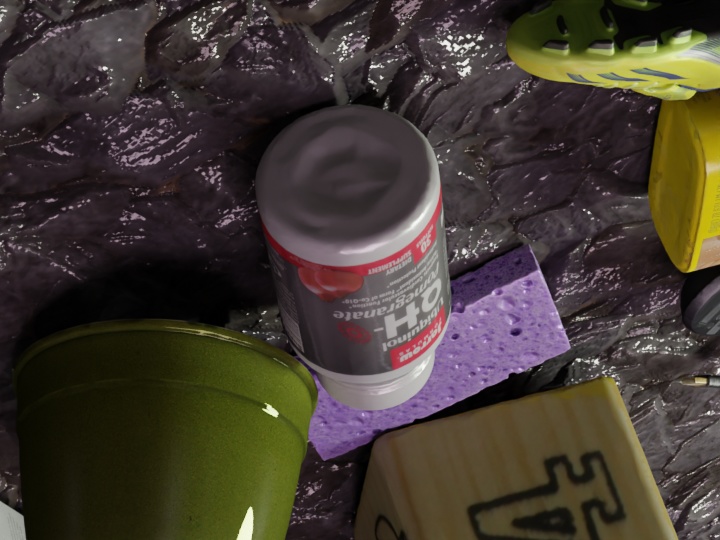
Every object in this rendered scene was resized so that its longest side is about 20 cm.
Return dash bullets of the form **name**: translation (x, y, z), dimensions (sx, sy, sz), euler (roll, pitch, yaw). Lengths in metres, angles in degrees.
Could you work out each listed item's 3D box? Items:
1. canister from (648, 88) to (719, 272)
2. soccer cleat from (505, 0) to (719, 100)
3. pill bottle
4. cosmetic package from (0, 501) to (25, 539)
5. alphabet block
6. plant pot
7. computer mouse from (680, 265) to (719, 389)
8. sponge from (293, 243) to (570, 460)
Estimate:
- **canister**: translation (0.296, -0.080, 1.406), dimensions (0.198, 0.087, 0.149), euler (-14, 144, -9)
- **soccer cleat**: translation (0.177, -0.128, 1.291), dimensions (0.198, 0.065, 0.084), euler (-8, 140, -21)
- **pill bottle**: translation (0.000, 0.000, 1.326), dimensions (0.110, 0.111, 0.201), euler (-18, 145, -6)
- **cosmetic package**: translation (-0.292, 0.204, 1.461), dimensions (0.107, 0.085, 0.200), euler (-28, 146, 13)
- **alphabet block**: translation (0.120, 0.225, 1.592), dimensions (0.195, 0.201, 0.196), euler (-13, 153, -14)
- **plant pot**: translation (-0.129, 0.162, 1.347), dimensions (0.198, 0.195, 0.201), euler (1, 152, 1)
- **computer mouse**: translation (0.271, 0.032, 1.580), dimensions (0.199, 0.046, 0.141), euler (3, 135, -49)
- **sponge**: translation (0.045, 0.061, 1.503), dimensions (0.199, 0.030, 0.112), euler (-25, 146, 4)
